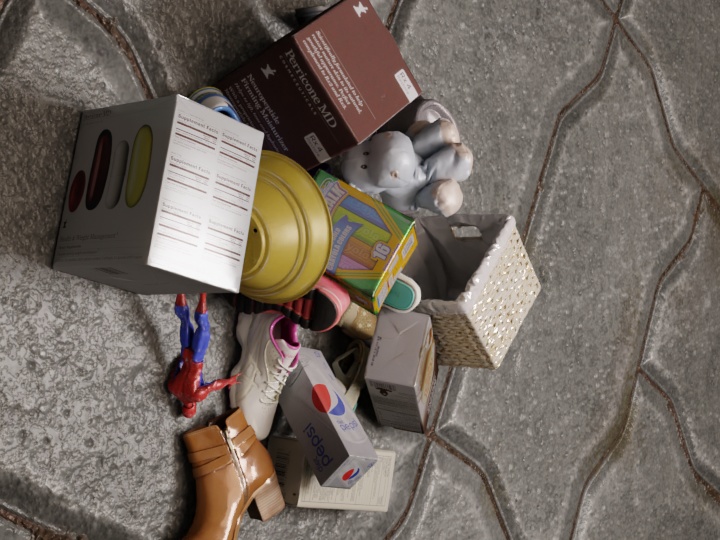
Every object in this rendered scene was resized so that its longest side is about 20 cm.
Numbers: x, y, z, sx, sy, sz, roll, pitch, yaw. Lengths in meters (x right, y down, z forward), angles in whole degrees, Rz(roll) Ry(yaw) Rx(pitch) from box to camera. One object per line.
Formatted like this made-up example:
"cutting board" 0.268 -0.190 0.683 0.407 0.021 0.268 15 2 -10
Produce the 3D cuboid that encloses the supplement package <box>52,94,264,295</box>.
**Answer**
"supplement package" -0.243 -0.085 1.496 0.146 0.190 0.202 20 74 -46

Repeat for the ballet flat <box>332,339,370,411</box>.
"ballet flat" -0.032 0.171 1.824 0.063 0.067 0.200 58 32 -16

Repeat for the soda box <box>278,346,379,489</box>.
"soda box" -0.055 0.200 1.712 0.063 0.068 0.201 16 35 -46

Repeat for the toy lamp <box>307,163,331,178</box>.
"toy lamp" -0.025 -0.063 1.849 0.058 0.058 0.201 -47 123 -38

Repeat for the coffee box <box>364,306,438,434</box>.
"coffee box" 0.064 0.152 1.854 0.200 0.079 0.115 75 27 -63

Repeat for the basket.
"basket" 0.149 0.035 1.941 0.201 0.197 0.162 -56 130 -34

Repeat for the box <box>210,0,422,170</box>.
"box" -0.061 -0.243 1.681 0.164 0.199 0.167 -42 104 -41

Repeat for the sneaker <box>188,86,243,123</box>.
"sneaker" -0.170 -0.143 1.651 0.074 0.082 0.201 -31 111 -12

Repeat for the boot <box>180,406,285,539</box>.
"boot" -0.197 0.285 1.632 0.199 0.076 0.157 -29 103 -31

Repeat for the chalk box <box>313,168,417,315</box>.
"chalk box" -0.036 -0.048 1.717 0.125 0.199 0.125 -60 170 -9

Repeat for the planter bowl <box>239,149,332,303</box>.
"planter bowl" -0.141 -0.047 1.572 0.083 0.198 0.203 -24 107 -59

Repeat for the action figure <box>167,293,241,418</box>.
"action figure" -0.202 0.093 1.620 0.099 0.065 0.202 -24 127 -58

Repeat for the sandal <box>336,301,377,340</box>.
"sandal" -0.028 0.048 1.832 0.211 0.069 0.078 31 66 -44

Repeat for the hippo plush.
"hippo plush" 0.049 -0.164 1.817 0.160 0.199 0.161 21 69 -42

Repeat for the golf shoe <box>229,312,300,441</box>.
"golf shoe" -0.127 0.135 1.701 0.075 0.091 0.203 6 86 -50

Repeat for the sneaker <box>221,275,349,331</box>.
"sneaker" -0.105 0.024 1.674 0.087 0.198 0.074 -35 142 -61

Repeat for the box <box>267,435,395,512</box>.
"box" -0.044 0.295 1.798 0.199 0.077 0.096 17 79 -48

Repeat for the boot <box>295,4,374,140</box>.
"boot" -0.035 -0.283 1.824 0.164 0.065 0.203 -14 102 -61

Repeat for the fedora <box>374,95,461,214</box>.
"fedora" 0.102 -0.192 1.971 0.176 0.090 0.202 -28 110 -45

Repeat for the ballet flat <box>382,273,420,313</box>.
"ballet flat" 0.000 0.000 1.806 0.070 0.199 0.070 -58 169 -18
